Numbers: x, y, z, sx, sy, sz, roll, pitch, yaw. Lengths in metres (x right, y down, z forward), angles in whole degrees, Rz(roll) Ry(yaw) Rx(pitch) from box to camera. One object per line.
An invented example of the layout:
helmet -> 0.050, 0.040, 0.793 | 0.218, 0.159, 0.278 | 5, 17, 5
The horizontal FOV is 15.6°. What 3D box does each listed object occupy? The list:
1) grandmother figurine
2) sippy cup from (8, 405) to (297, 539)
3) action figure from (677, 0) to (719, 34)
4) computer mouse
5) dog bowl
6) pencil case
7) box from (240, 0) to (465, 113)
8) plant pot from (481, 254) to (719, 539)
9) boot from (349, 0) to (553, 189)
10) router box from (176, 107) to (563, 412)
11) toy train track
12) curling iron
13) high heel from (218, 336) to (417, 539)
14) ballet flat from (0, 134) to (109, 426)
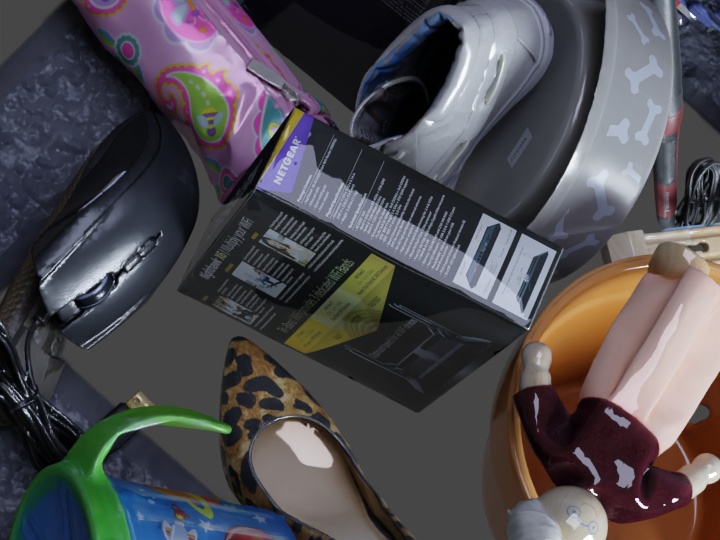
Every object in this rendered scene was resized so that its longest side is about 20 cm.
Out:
grandmother figurine -> 0.131, 0.079, 1.340 | 0.121, 0.061, 0.200 | 29, 62, 4
sippy cup -> -0.101, 0.170, 1.354 | 0.130, 0.178, 0.140 | 6, 41, -27
action figure -> 0.228, -0.192, 1.487 | 0.200, 0.193, 0.105 | 45, 48, -12
computer mouse -> -0.126, 0.018, 1.408 | 0.200, 0.046, 0.141 | -53, 133, -35
dog bowl -> 0.101, -0.082, 1.470 | 0.059, 0.200, 0.200 | 20, 66, -25
pencil case -> -0.098, -0.133, 1.479 | 0.087, 0.087, 0.200 | -35, 83, -25
box -> 0.045, -0.216, 1.500 | 0.104, 0.182, 0.200 | 40, 65, 0
plant pot -> 0.152, 0.108, 1.444 | 0.200, 0.140, 0.200 | 6, 69, -16
boot -> 0.018, -0.072, 1.428 | 0.074, 0.200, 0.096 | 48, 30, 22
router box -> 0.000, 0.000, 1.400 | 0.157, 0.200, 0.052 | 27, 69, -8
toy train track -> 0.235, -0.020, 1.532 | 0.200, 0.033, 0.115 | -7, 76, -22
curling iron -> 0.182, -0.100, 1.518 | 0.050, 0.200, 0.026 | -34, 43, -20
high heel -> -0.014, 0.110, 1.388 | 0.071, 0.143, 0.200 | -19, 78, -23
ballet flat -> -0.163, -0.002, 1.434 | 0.067, 0.046, 0.200 | 52, 55, -44
